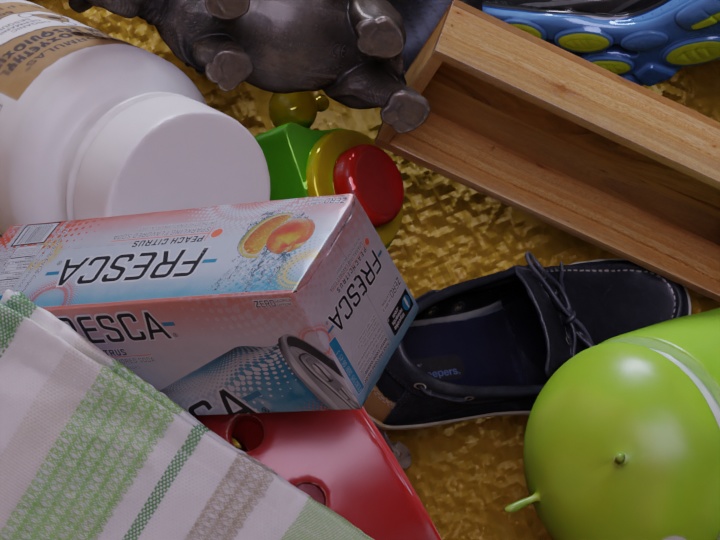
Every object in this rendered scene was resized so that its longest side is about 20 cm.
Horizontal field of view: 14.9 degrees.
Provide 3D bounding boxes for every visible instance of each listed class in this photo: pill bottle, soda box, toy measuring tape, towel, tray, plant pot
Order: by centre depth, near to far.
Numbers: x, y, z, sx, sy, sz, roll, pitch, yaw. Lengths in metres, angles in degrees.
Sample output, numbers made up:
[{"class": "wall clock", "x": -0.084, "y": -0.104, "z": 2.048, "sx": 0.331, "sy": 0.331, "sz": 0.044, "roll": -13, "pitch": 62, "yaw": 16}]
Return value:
[{"class": "towel", "x": -0.109, "y": 0.122, "z": 1.165, "sx": 0.200, "sy": 0.031, "sz": 0.149, "roll": 34, "pitch": 93, "yaw": -4}, {"class": "soda box", "x": -0.079, "y": 0.019, "z": 1.178, "sx": 0.199, "sy": 0.069, "sz": 0.064, "roll": -4, "pitch": 40, "yaw": 37}, {"class": "plant pot", "x": -0.071, "y": 0.127, "z": 1.269, "sx": 0.182, "sy": 0.200, "sz": 0.201, "roll": -31, "pitch": 76, "yaw": -9}, {"class": "pill bottle", "x": -0.133, "y": -0.057, "z": 1.316, "sx": 0.114, "sy": 0.114, "sz": 0.200, "roll": -46, "pitch": 37, "yaw": -15}, {"class": "tray", "x": 0.116, "y": -0.056, "z": 1.349, "sx": 0.199, "sy": 0.099, "sz": 0.037, "roll": 24, "pitch": 60, "yaw": -7}, {"class": "toy measuring tape", "x": 0.000, "y": 0.000, "z": 1.390, "sx": 0.073, "sy": 0.074, "sz": 0.201, "roll": -19, "pitch": 91, "yaw": -8}]

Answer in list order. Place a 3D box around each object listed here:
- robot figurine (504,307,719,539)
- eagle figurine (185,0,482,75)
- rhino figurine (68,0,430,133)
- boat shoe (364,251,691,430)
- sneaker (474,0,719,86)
[{"class": "robot figurine", "x": 0.159, "y": 0.081, "z": 1.313, "sx": 0.200, "sy": 0.175, "sz": 0.116, "roll": -13, "pitch": 74, "yaw": -44}, {"class": "eagle figurine", "x": -0.019, "y": -0.198, "z": 1.366, "sx": 0.151, "sy": 0.201, "sz": 0.152, "roll": -29, "pitch": 49, "yaw": -32}, {"class": "rhino figurine", "x": -0.064, "y": -0.120, "z": 1.292, "sx": 0.199, "sy": 0.087, "sz": 0.060, "roll": 15, "pitch": 105, "yaw": -13}, {"class": "boat shoe", "x": 0.085, "y": 0.032, "z": 1.357, "sx": 0.199, "sy": 0.062, "sz": 0.075, "roll": -11, "pitch": 72, "yaw": -28}, {"class": "sneaker", "x": 0.148, "y": -0.145, "z": 1.406, "sx": 0.199, "sy": 0.071, "sz": 0.083, "roll": -12, "pitch": 54, "yaw": 28}]
